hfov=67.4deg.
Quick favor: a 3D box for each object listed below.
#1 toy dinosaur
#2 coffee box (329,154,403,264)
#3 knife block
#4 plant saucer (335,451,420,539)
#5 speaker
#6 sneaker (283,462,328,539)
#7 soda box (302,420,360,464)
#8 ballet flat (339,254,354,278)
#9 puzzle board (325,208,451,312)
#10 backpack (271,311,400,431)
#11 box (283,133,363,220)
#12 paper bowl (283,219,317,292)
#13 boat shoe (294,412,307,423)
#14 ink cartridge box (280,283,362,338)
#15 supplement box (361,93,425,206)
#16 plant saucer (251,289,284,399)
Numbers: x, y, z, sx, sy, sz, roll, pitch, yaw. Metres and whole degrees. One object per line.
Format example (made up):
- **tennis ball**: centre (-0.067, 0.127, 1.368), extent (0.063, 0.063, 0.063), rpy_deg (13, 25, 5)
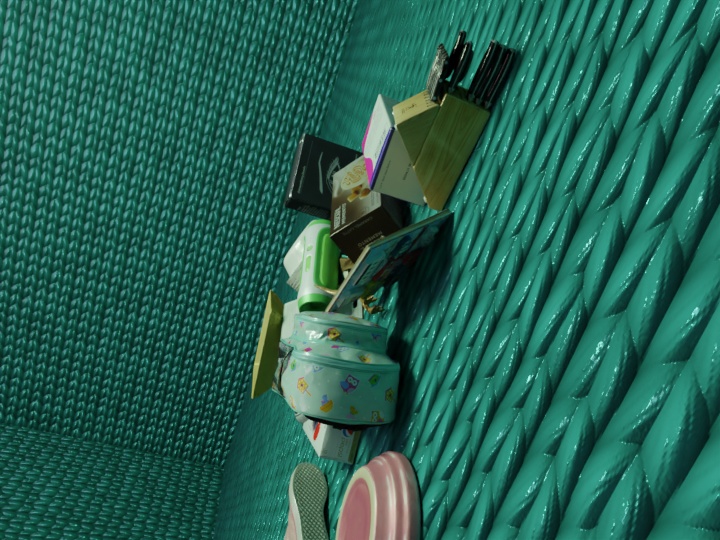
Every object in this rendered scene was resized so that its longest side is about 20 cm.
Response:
- **toy dinosaur**: centre (0.003, 0.023, 0.940), extent (0.199, 0.059, 0.109), rpy_deg (-41, 48, 33)
- **coffee box**: centre (0.011, -0.124, 0.995), extent (0.112, 0.080, 0.203), rpy_deg (-28, 36, 23)
- **knife block**: centre (0.137, -0.203, 0.727), extent (0.065, 0.171, 0.203), rpy_deg (-90, -24, -53)
- **plant saucer**: centre (0.012, 0.325, 0.658), extent (0.200, 0.049, 0.208), rpy_deg (-165, 89, -76)
- **speaker**: centre (-0.083, -0.003, 1.117), extent (0.089, 0.086, 0.205), rpy_deg (123, 155, -51)
- **sneaker**: centre (-0.104, 0.449, 0.955), extent (0.107, 0.073, 0.202), rpy_deg (-63, 21, 24)
- **soda box**: centre (-0.054, 0.278, 0.963), extent (0.200, 0.062, 0.070), rpy_deg (169, 116, -76)
- **ballet flat**: centre (0.000, 0.000, 1.062), extent (0.199, 0.066, 0.075), rpy_deg (170, 105, -71)
- **puzzle board**: centre (0.037, -0.005, 0.777), extent (0.018, 0.148, 0.201), rpy_deg (55, 148, 14)
- **backpack**: centre (-0.030, 0.142, 0.775), extent (0.200, 0.170, 0.159), rpy_deg (-156, 78, -72)
- **box**: centre (-0.062, -0.197, 1.223), extent (0.104, 0.194, 0.153), rpy_deg (162, 123, -73)
- **paper bowl**: centre (-0.118, -0.043, 1.358), extent (0.203, 0.103, 0.201), rpy_deg (-54, 4, 5)
- **boat shoe**: centre (-0.069, 0.181, 0.985), extent (0.068, 0.056, 0.202), rpy_deg (-34, 17, 53)
- **ink cartridge box**: centre (-0.073, 0.098, 1.134), extent (0.195, 0.051, 0.111), rpy_deg (-20, 46, 20)
- **supplement box**: centre (0.066, -0.207, 0.907), extent (0.202, 0.100, 0.103), rpy_deg (-98, 26, -57)
- **plant saucer**: centre (-0.208, 0.168, 1.251), extent (0.200, 0.047, 0.207), rpy_deg (-132, 55, -75)
